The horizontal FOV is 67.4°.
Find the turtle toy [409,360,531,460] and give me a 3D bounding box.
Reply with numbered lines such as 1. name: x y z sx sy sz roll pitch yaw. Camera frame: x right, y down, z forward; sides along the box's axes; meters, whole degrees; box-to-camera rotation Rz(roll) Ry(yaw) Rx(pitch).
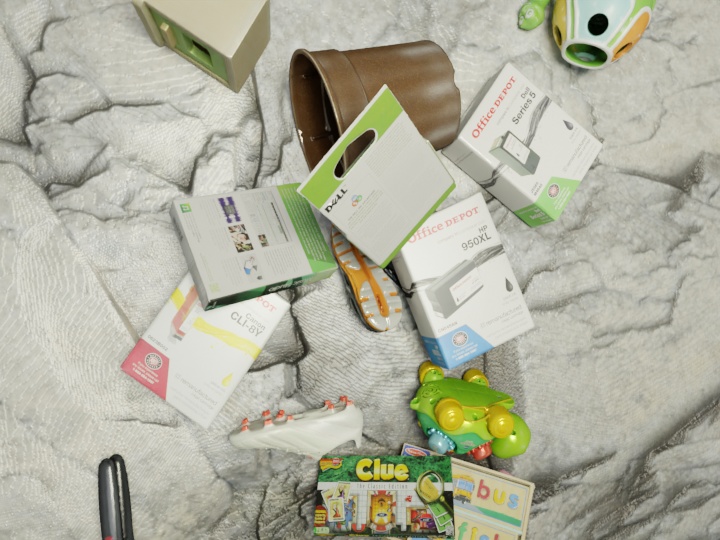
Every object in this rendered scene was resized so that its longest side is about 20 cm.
1. turtle toy: 0.163 0.218 0.793 0.194 0.146 0.104 12 106 -9

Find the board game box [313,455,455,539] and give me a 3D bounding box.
1. board game box: 0.033 0.316 0.760 0.193 0.024 0.107 -4 52 9

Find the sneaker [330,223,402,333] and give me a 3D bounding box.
1. sneaker: 0.000 0.000 0.800 0.076 0.078 0.205 -11 72 -14

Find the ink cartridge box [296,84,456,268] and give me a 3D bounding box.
1. ink cartridge box: 0.012 -0.115 0.644 0.148 0.199 0.076 -47 51 4

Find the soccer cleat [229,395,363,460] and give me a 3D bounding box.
1. soccer cleat: -0.088 0.239 0.777 0.194 0.069 0.080 -8 92 -13

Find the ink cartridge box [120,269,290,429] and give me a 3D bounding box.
1. ink cartridge box: -0.208 0.086 0.752 0.144 0.083 0.202 36 82 -7

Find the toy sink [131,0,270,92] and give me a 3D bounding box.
1. toy sink: -0.233 -0.361 0.743 0.197 0.130 0.114 32 83 -8

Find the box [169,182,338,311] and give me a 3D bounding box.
1. box: -0.141 -0.039 0.734 0.196 0.036 0.147 -14 72 -34

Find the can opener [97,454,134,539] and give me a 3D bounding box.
1. can opener: -0.331 0.357 0.730 0.076 0.063 0.207 -5 89 -9

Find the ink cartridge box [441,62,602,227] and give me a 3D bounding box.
1. ink cartridge box: 0.249 -0.191 0.841 0.198 0.084 0.147 37 82 -6

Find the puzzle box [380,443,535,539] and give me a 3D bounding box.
1. puzzle box: 0.134 0.335 0.754 0.194 0.026 0.135 9 57 23

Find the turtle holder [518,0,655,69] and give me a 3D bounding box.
1. turtle holder: 0.356 -0.402 0.840 0.181 0.141 0.135 23 85 -9

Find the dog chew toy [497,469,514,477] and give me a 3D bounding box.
1. dog chew toy: 0.171 0.389 0.790 0.123 0.124 0.202 35 75 -6

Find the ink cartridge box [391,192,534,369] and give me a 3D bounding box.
1. ink cartridge box: 0.136 0.014 0.770 0.141 0.084 0.205 -23 91 -9

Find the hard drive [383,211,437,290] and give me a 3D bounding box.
1. hard drive: 0.136 0.001 0.835 0.199 0.042 0.136 39 82 -6

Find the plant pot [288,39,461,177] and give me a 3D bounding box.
1. plant pot: 0.023 -0.224 0.760 0.194 0.200 0.206 -20 91 -18
